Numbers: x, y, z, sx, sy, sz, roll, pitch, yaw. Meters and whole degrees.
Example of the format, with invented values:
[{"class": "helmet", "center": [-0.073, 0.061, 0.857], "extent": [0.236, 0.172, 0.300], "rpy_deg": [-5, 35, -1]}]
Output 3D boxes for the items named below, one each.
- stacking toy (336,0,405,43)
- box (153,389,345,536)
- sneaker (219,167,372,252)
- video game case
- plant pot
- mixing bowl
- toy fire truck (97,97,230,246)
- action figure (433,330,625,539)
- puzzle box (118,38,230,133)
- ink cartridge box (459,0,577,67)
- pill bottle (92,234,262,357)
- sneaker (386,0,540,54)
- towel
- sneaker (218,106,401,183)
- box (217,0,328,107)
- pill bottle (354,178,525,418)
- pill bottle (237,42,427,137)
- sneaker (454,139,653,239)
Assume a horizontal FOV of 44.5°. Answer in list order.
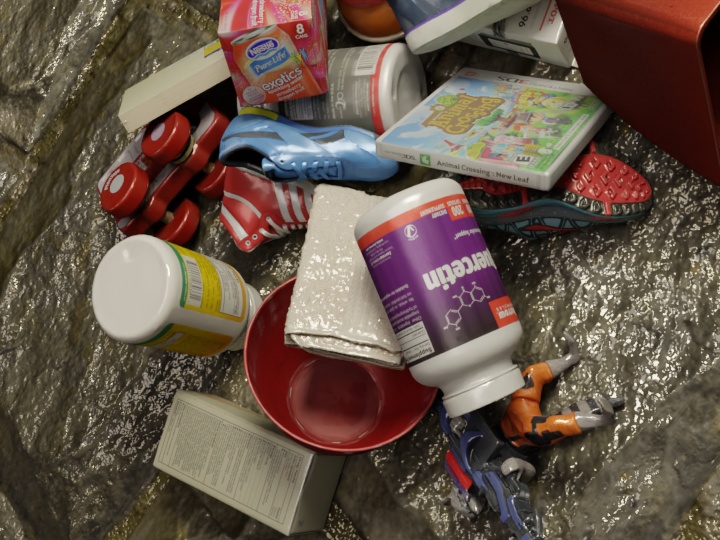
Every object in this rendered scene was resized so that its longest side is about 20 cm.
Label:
[{"class": "stacking toy", "center": [0.000, -0.354, 0.965], "extent": [0.144, 0.199, 0.149], "rpy_deg": [-6, 77, 25]}, {"class": "box", "center": [-0.125, 0.211, 0.979], "extent": [0.198, 0.077, 0.096], "rpy_deg": [19, 88, 29]}, {"class": "sneaker", "center": [-0.073, -0.060, 1.016], "extent": [0.197, 0.071, 0.114], "rpy_deg": [24, 108, 13]}, {"class": "video game case", "center": [0.139, -0.148, 0.873], "extent": [0.180, 0.200, 0.022], "rpy_deg": [15, 129, 29]}, {"class": "plant pot", "center": [0.291, -0.232, 0.784], "extent": [0.175, 0.200, 0.201], "rpy_deg": [32, 78, 40]}, {"class": "mixing bowl", "center": [-0.022, 0.111, 0.908], "extent": [0.196, 0.109, 0.203], "rpy_deg": [4, 56, -6]}, {"class": "toy fire truck", "center": [-0.252, -0.140, 1.112], "extent": [0.201, 0.112, 0.168], "rpy_deg": [-49, 44, 9]}, {"class": "action figure", "center": [0.160, 0.178, 0.829], "extent": [0.193, 0.104, 0.201], "rpy_deg": [-44, 39, 18]}, {"class": "puzzle box", "center": [-0.200, -0.241, 1.071], "extent": [0.198, 0.026, 0.133], "rpy_deg": [-28, 25, 2]}, {"class": "ink cartridge box", "center": [0.184, -0.293, 0.933], "extent": [0.198, 0.068, 0.118], "rpy_deg": [22, 91, 29]}, {"class": "pill bottle", "center": [-0.193, 0.036, 0.982], "extent": [0.111, 0.199, 0.115], "rpy_deg": [-6, 77, 25]}, {"class": "sneaker", "center": [0.107, -0.323, 0.881], "extent": [0.198, 0.080, 0.149], "rpy_deg": [-21, 88, 30]}, {"class": "towel", "center": [0.000, 0.000, 0.896], "extent": [0.130, 0.035, 0.203], "rpy_deg": [10, 57, -2]}, {"class": "sneaker", "center": [-0.056, -0.117, 0.942], "extent": [0.197, 0.066, 0.079], "rpy_deg": [14, 54, 11]}, {"class": "box", "center": [-0.089, -0.280, 0.943], "extent": [0.098, 0.096, 0.202], "rpy_deg": [-7, 48, 5]}, {"class": "pill bottle", "center": [0.078, 0.026, 0.811], "extent": [0.111, 0.112, 0.203], "rpy_deg": [-26, 83, 20]}, {"class": "pill bottle", "center": [-0.033, -0.191, 0.997], "extent": [0.197, 0.114, 0.116], "rpy_deg": [2, 80, 28]}, {"class": "sneaker", "center": [0.189, -0.076, 0.881], "extent": [0.196, 0.096, 0.081], "rpy_deg": [3, 69, 1]}]
